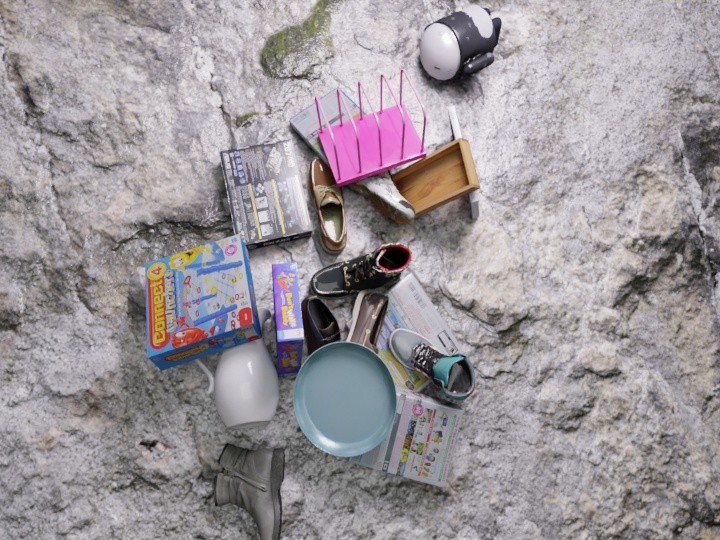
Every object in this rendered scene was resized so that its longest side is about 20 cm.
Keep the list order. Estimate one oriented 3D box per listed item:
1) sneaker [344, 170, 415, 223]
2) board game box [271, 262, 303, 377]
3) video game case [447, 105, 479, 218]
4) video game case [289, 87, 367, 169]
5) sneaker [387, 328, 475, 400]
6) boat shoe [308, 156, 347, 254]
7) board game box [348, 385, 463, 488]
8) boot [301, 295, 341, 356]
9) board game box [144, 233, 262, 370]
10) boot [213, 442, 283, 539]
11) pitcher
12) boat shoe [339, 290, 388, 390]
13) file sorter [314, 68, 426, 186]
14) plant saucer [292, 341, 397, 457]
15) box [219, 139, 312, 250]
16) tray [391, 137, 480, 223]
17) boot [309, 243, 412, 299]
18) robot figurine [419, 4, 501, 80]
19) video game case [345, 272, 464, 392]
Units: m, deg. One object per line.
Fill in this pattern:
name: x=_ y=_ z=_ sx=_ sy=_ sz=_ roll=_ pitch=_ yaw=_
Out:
sneaker: x=0.046 y=-0.183 z=1.096 sx=0.198 sy=0.076 sz=0.088 roll=38 pitch=76 yaw=15
board game box: x=-0.133 y=0.095 z=0.949 sx=0.043 sy=0.202 sz=0.139 roll=-4 pitch=64 yaw=-10
video game case: x=0.221 y=-0.226 z=1.121 sx=0.017 sy=0.143 sz=0.208 roll=-14 pitch=80 yaw=12
video game case: x=-0.043 y=-0.295 z=1.119 sx=0.141 sy=0.018 sz=0.201 roll=-36 pitch=66 yaw=-14
sneaker: x=0.144 y=0.180 z=1.010 sx=0.197 sy=0.121 sz=0.085 roll=35 pitch=75 yaw=-1
boat shoe: x=-0.062 y=-0.141 z=1.089 sx=0.073 sy=0.074 sz=0.208 roll=-11 pitch=80 yaw=-11
board game box: x=0.085 y=0.310 z=1.012 sx=0.193 sy=0.064 sz=0.153 roll=17 pitch=88 yaw=-4
boot: x=-0.068 y=0.143 z=1.016 sx=0.073 sy=0.097 sz=0.205 roll=-23 pitch=82 yaw=-13
board game box: x=-0.292 y=0.054 z=0.966 sx=0.189 sy=0.057 sz=0.205 roll=-17 pitch=57 yaw=-3
boot: x=-0.206 y=0.425 z=0.959 sx=0.125 sy=0.068 sz=0.208 roll=2 pitch=71 yaw=-4
pitcher: x=-0.238 y=0.185 z=0.973 sx=0.165 sy=0.122 sz=0.207 roll=-7 pitch=70 yaw=-7
boat shoe: x=0.009 y=0.143 z=1.015 sx=0.057 sy=0.072 sz=0.207 roll=6 pitch=72 yaw=24
file sorter: x=0.020 y=-0.287 z=1.030 sx=0.193 sy=0.127 sz=0.142 roll=-19 pitch=63 yaw=-6
plant saucer: x=-0.028 y=0.234 z=0.964 sx=0.192 sy=0.027 sz=0.209 roll=0 pitch=89 yaw=7
box: x=-0.196 y=-0.157 z=1.084 sx=0.155 sy=0.049 sz=0.207 roll=-13 pitch=81 yaw=-10
tray: x=0.145 y=-0.180 z=1.080 sx=0.036 sy=0.196 sz=0.102 roll=-1 pitch=74 yaw=-48
boot: x=0.001 y=-0.002 z=1.028 sx=0.196 sy=0.154 sz=0.076 roll=-10 pitch=79 yaw=-11
robot figurine: x=0.226 y=-0.516 z=1.192 sx=0.196 sy=0.150 sz=0.128 roll=-30 pitch=113 yaw=-14
video game case: x=0.092 y=0.141 z=1.083 sx=0.180 sy=0.022 sz=0.203 roll=-34 pitch=86 yaw=-14
